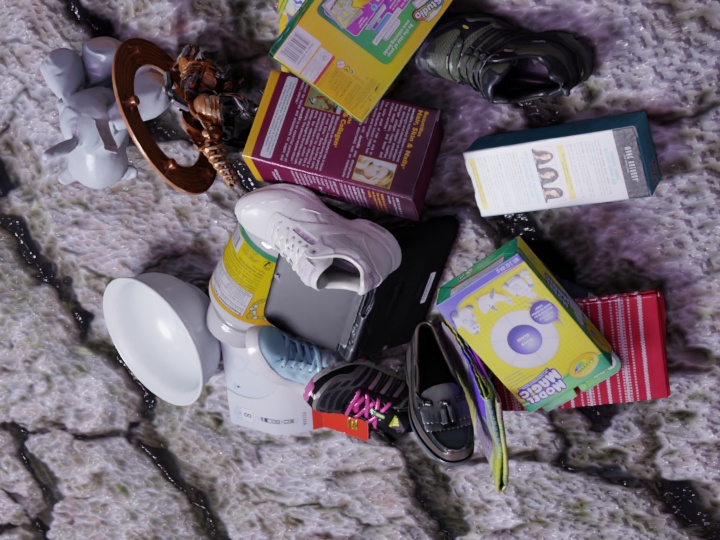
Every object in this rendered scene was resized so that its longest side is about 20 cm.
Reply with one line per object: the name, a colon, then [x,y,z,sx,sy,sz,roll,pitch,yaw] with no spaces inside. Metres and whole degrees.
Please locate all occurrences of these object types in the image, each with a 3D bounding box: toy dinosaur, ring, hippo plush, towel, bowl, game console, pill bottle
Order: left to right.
hippo plush: [-0.314,-0.179,1.481,0.159,0.200,0.161,-8,147,-8]
ring: [-0.224,-0.185,1.388,0.019,0.200,0.201,-22,106,22]
bowl: [-0.257,0.079,1.614,0.201,0.090,0.201,26,134,30]
toy dinosaur: [-0.171,-0.181,1.393,0.102,0.136,0.200,-22,64,51]
pill bottle: [-0.128,0.006,1.499,0.113,0.113,0.200,36,128,6]
game console: [0.000,0.000,1.421,0.116,0.176,0.200,46,135,32]
towel: [0.138,0.154,1.403,0.023,0.200,0.144,-13,121,-5]
towel: [0.248,0.093,1.329,0.200,0.022,0.145,-7,117,13]

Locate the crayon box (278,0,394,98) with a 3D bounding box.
crayon box: [-0.027,-0.269,1.321,0.126,0.052,0.200,12,123,23]

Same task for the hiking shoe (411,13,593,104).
hiking shoe: [0.137,-0.220,1.227,0.200,0.101,0.076,8,121,25]

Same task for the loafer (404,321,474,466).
loafer: [0.090,0.145,1.411,0.072,0.200,0.063,-7,130,-8]

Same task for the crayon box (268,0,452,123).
crayon box: [0.011,-0.270,1.217,0.119,0.058,0.200,35,98,-17]

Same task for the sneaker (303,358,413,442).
sneaker: [0.024,0.167,1.459,0.074,0.200,0.087,-60,40,24]

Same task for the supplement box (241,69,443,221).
supplement box: [-0.017,-0.140,1.311,0.200,0.110,0.086,15,168,11]

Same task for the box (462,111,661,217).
box: [0.219,-0.115,1.277,0.200,0.049,0.082,-5,115,31]

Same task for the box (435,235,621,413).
box: [0.189,0.072,1.289,0.117,0.048,0.200,-35,110,25]

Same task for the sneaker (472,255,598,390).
sneaker: [0.168,0.066,1.384,0.146,0.077,0.202,33,119,-6]

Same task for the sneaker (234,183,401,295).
sneaker: [-0.058,-0.034,1.298,0.200,0.100,0.075,21,131,16]

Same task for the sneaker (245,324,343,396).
sneaker: [-0.062,0.113,1.479,0.082,0.074,0.200,-23,144,26]

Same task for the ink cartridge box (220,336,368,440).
ink cartridge box: [-0.090,0.165,1.600,0.200,0.047,0.160,14,130,19]
